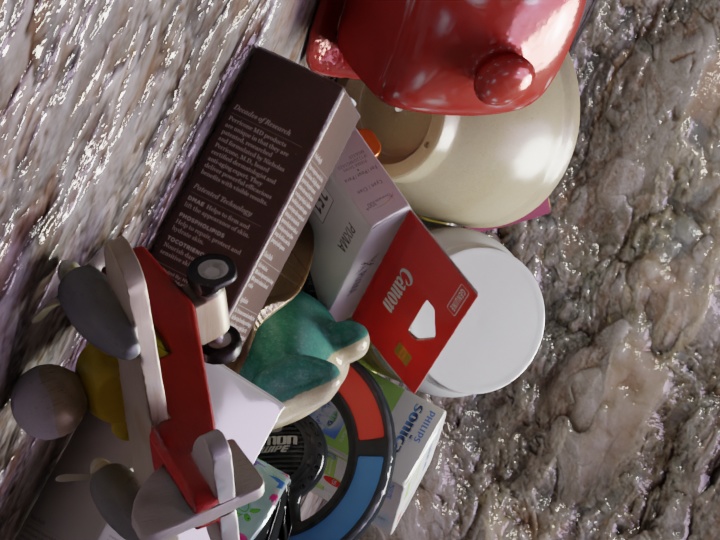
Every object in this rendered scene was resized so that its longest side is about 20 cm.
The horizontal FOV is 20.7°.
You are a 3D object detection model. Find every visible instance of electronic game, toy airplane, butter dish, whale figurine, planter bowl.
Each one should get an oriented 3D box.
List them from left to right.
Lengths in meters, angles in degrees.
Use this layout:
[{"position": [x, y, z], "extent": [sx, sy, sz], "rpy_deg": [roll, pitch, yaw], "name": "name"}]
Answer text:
[{"position": [-0.133, 0.083, 1.149], "extent": [0.199, 0.141, 0.200], "rpy_deg": [164, -80, -84], "name": "toy airplane"}, {"position": [-0.072, 0.067, 1.518], "extent": [0.159, 0.104, 0.200], "rpy_deg": [-24, -173, -6], "name": "whale figurine"}, {"position": [-0.066, 0.152, 1.625], "extent": [0.200, 0.200, 0.042], "rpy_deg": [-62, 154, -6], "name": "electronic game"}, {"position": [0.062, -0.134, 1.635], "extent": [0.135, 0.200, 0.200], "rpy_deg": [-3, 123, -49], "name": "planter bowl"}, {"position": [0.083, -0.178, 1.407], "extent": [0.200, 0.199, 0.148], "rpy_deg": [111, -30, -42], "name": "butter dish"}]

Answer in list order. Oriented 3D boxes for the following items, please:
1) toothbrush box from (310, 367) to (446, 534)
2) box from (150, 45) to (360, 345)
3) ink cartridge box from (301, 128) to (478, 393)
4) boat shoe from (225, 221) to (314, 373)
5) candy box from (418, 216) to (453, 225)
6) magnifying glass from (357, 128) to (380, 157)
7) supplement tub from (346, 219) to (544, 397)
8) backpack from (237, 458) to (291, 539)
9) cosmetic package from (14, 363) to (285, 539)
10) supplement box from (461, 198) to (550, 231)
[{"position": [-0.035, 0.135, 1.752], "extent": [0.086, 0.200, 0.146], "rpy_deg": [-60, 173, -23], "name": "toothbrush box"}, {"position": [-0.079, -0.043, 1.346], "extent": [0.200, 0.075, 0.100], "rpy_deg": [-61, 172, -3], "name": "box"}, {"position": [0.000, 0.000, 1.546], "extent": [0.045, 0.176, 0.200], "rpy_deg": [-29, 164, -25], "name": "ink cartridge box"}, {"position": [-0.101, 0.019, 1.472], "extent": [0.064, 0.071, 0.200], "rpy_deg": [-21, -154, 43], "name": "boat shoe"}, {"position": [-0.006, 0.009, 1.834], "extent": [0.200, 0.115, 0.055], "rpy_deg": [-63, 174, -4], "name": "candy box"}, {"position": [-0.020, -0.059, 1.594], "extent": [0.022, 0.080, 0.200], "rpy_deg": [-24, 166, -25], "name": "magnifying glass"}, {"position": [0.061, 0.031, 1.702], "extent": [0.146, 0.145, 0.200], "rpy_deg": [-63, -158, -4], "name": "supplement tub"}, {"position": [-0.140, 0.221, 1.518], "extent": [0.200, 0.151, 0.178], "rpy_deg": [-55, 177, -4], "name": "backpack"}, {"position": [-0.150, 0.149, 1.317], "extent": [0.108, 0.085, 0.200], "rpy_deg": [14, -108, 58], "name": "cosmetic package"}, {"position": [0.106, -0.142, 1.782], "extent": [0.110, 0.086, 0.200], "rpy_deg": [44, 31, -82], "name": "supplement box"}]
